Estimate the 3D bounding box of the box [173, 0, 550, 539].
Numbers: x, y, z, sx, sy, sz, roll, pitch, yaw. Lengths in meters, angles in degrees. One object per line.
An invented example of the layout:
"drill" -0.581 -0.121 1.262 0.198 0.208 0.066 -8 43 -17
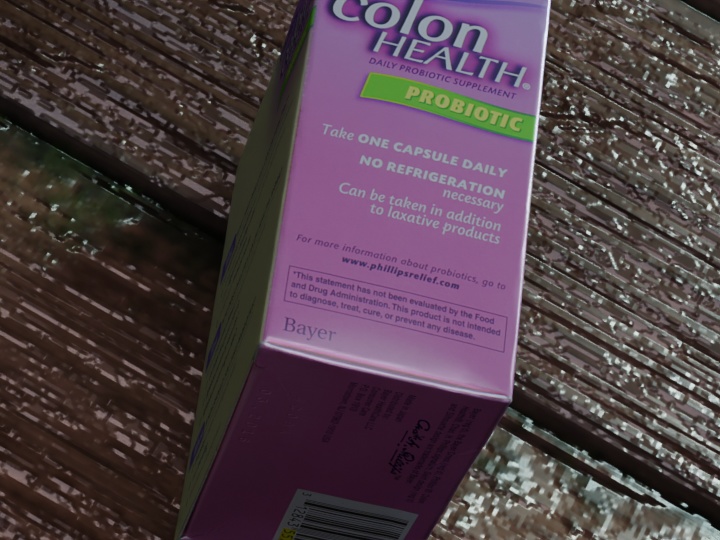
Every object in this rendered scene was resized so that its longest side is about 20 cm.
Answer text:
"box" 0.000 0.000 0.970 0.096 0.176 0.200 13 56 -8
